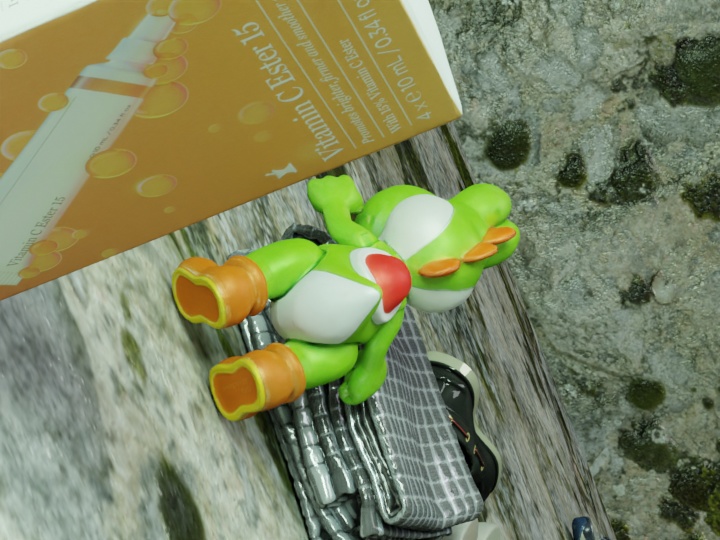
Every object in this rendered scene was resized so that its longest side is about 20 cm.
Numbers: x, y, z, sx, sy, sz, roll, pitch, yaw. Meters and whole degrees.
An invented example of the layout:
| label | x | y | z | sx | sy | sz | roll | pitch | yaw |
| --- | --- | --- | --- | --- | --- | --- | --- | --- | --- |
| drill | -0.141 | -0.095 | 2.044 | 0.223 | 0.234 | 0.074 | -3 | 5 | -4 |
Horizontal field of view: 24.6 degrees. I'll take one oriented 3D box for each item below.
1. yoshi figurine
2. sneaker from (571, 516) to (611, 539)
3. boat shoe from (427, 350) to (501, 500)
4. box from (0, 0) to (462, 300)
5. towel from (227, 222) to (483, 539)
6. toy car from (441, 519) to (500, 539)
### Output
| label | x | y | z | sx | sy | sz | roll | pitch | yaw |
| --- | --- | --- | --- | --- | --- | --- | --- | --- | --- |
| yoshi figurine | -0.006 | 0.005 | 0.910 | 0.112 | 0.200 | 0.113 | 46 | -36 | 31 |
| sneaker | 0.370 | 0.426 | 2.433 | 0.077 | 0.085 | 0.200 | -99 | 164 | -54 |
| boat shoe | 0.071 | 0.148 | 1.385 | 0.063 | 0.073 | 0.202 | -62 | 154 | -29 |
| box | -0.088 | -0.075 | 0.488 | 0.124 | 0.199 | 0.098 | 50 | 21 | -62 |
| towel | 0.000 | 0.080 | 1.024 | 0.166 | 0.085 | 0.201 | 34 | 36 | -73 |
| toy car | 0.117 | 0.263 | 1.169 | 0.200 | 0.174 | 0.151 | 43 | 62 | -71 |
